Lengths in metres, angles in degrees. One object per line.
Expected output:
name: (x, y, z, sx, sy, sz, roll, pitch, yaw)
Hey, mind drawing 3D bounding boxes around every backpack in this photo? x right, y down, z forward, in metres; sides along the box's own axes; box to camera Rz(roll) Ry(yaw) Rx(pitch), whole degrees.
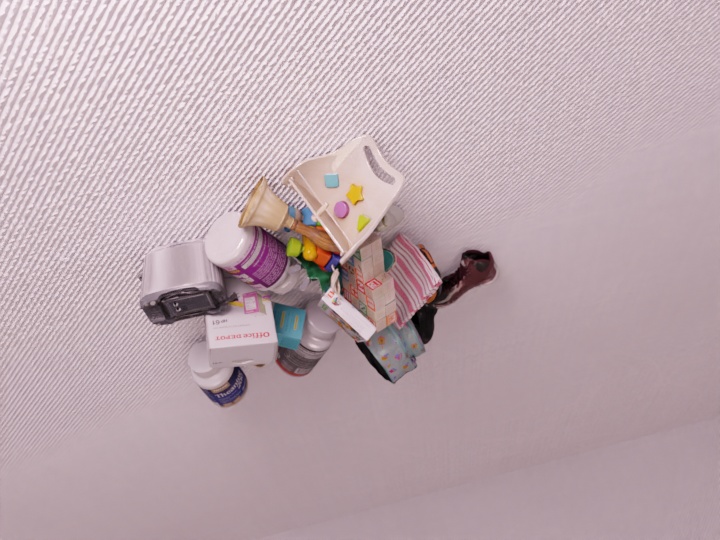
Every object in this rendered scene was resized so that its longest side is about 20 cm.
backpack: (0.061, 0.162, 1.784, 0.152, 0.177, 0.200, -38, 144, 5)

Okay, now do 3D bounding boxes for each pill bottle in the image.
pill bottle: (-0.209, -0.027, 1.451, 0.111, 0.114, 0.199, -28, 144, 20)
pill bottle: (-0.128, 0.163, 1.760, 0.114, 0.118, 0.201, 6, 141, -29)
pill bottle: (-0.358, 0.257, 1.809, 0.109, 0.113, 0.201, -15, 147, 1)

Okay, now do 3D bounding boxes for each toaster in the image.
toaster: (-0.345, 0.018, 1.446, 0.196, 0.131, 0.114, -13, 148, -2)

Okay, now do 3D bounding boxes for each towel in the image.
towel: (0.088, 0.027, 1.626, 0.030, 0.147, 0.201, -24, 160, -42)

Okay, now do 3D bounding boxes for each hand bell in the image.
hand bell: (-0.118, -0.083, 1.352, 0.197, 0.105, 0.104, 27, 133, -18)

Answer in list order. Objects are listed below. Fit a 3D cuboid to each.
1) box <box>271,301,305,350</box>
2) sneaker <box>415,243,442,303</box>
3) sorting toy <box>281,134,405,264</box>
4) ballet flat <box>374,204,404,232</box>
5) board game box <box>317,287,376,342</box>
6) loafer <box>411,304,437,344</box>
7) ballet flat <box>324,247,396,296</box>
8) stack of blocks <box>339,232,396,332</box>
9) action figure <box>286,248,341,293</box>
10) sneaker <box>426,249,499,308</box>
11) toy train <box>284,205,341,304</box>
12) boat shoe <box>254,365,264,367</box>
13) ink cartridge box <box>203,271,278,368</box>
box: (-0.225, 0.110, 1.621, 0.196, 0.083, 0.049, 15, 139, -10)
sneaker: (0.116, 0.041, 1.669, 0.077, 0.113, 0.201, -19, 154, -35)
sorting toy: (-0.013, -0.145, 1.324, 0.180, 0.201, 0.106, -42, 163, 17)
ballet flat: (0.021, -0.113, 1.461, 0.069, 0.071, 0.198, -35, 142, 28)
board game box: (-0.032, 0.098, 1.540, 0.035, 0.126, 0.200, -47, 179, -9)
loafer: (0.156, 0.121, 1.862, 0.069, 0.069, 0.203, -3, 141, -4)
ballet flat: (0.000, 0.000, 1.633, 0.197, 0.077, 0.064, -25, 177, 23)
stack of blocks: (0.013, 0.014, 1.515, 0.058, 0.115, 0.203, -28, 131, -26)
action figure: (-0.084, -0.007, 1.520, 0.054, 0.119, 0.200, -37, 175, 22)
sneaker: (0.232, 0.006, 1.728, 0.197, 0.076, 0.116, -28, 141, 0)
toy train: (-0.093, -0.034, 1.410, 0.113, 0.204, 0.085, 9, 149, -22)
boat shoe: (-0.279, 0.178, 1.762, 0.073, 0.070, 0.200, -23, 146, 13)
ink cartridge box: (-0.257, 0.093, 1.526, 0.141, 0.203, 0.085, -5, 147, -15)
